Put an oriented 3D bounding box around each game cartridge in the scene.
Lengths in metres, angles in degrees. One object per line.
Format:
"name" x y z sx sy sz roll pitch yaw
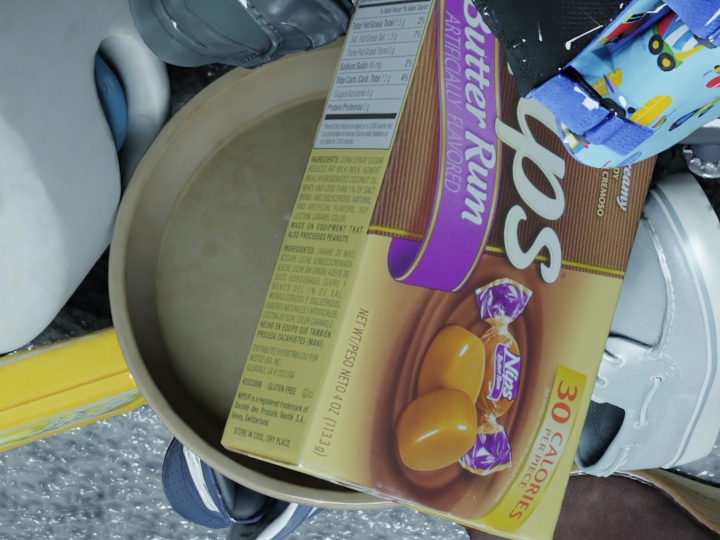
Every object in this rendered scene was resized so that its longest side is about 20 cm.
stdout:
"game cartridge" -0.137 0.057 0.873 0.200 0.032 0.176 -15 174 -20

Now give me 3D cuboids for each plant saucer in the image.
"plant saucer" 0.000 0.000 0.780 0.200 0.200 0.029 10 161 6

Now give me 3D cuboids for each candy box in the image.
"candy box" 0.038 -0.014 0.695 0.117 0.200 0.056 22 171 -33

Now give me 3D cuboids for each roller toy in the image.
"roller toy" -0.179 -0.064 0.808 0.182 0.140 0.200 45 134 -15

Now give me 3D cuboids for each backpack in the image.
"backpack" 0.132 -0.146 0.607 0.200 0.183 0.135 -38 83 37

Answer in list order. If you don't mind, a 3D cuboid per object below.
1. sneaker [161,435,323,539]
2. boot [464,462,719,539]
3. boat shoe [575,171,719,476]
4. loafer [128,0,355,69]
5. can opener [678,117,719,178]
"sneaker" -0.055 0.085 0.863 0.200 0.108 0.070 -29 90 47
"boot" 0.138 0.175 0.939 0.200 0.167 0.072 3 135 12
"boat shoe" 0.119 0.035 0.845 0.071 0.070 0.201 -18 147 -8
"loafer" -0.048 -0.100 0.704 0.070 0.201 0.068 -34 99 -1
"can opener" 0.194 -0.070 0.753 0.200 0.063 0.079 7 139 9
